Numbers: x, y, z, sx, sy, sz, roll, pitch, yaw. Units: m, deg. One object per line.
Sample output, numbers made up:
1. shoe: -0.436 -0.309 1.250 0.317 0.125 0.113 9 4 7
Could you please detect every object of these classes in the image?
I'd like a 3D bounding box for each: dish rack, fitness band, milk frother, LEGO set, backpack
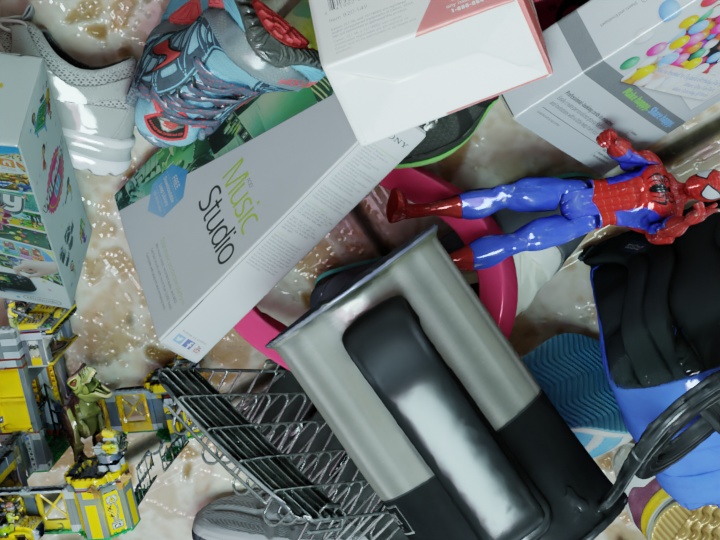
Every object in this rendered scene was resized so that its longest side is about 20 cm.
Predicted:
1. dish rack: -0.043 0.115 1.614 0.153 0.200 0.055 41 105 22
2. fitness band: 0.000 0.000 1.620 0.200 0.037 0.144 28 95 21
3. milk frother: 0.087 0.056 1.461 0.200 0.180 0.188 -36 92 -17
4. LEGO set: -0.181 0.076 1.641 0.153 0.200 0.116 -1 113 27
5. backpack: 0.234 0.054 1.585 0.162 0.200 0.168 -27 109 14

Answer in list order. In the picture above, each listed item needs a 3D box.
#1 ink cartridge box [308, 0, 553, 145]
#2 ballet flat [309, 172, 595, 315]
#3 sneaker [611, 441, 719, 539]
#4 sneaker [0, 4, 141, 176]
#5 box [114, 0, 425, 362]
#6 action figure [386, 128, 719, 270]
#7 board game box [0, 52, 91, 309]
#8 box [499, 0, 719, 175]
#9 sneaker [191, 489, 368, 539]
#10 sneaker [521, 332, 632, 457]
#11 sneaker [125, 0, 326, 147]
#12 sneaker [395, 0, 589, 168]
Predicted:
1. ink cartridge box: 0.029 -0.175 1.521 0.116 0.200 0.068 -20 135 9
2. ballet flat: 0.064 0.008 1.645 0.199 0.073 0.073 -22 110 14
3. sneaker: 0.250 0.148 1.698 0.199 0.090 0.075 17 116 -32
4. sneaker: -0.222 -0.126 1.621 0.199 0.075 0.082 19 99 -11
5. box: -0.058 -0.061 1.587 0.200 0.145 0.036 -44 129 17
6. action figure: 0.124 -0.041 1.540 0.199 0.099 0.065 -9 77 -15
7. board game box: -0.246 -0.058 1.577 0.147 0.064 0.200 8 153 8
8. box: 0.187 -0.136 1.538 0.200 0.156 0.041 -33 69 15
9. sneaker: -0.013 0.208 1.734 0.199 0.078 0.112 7 112 1
10. sneaker: 0.099 0.096 1.637 0.081 0.200 0.077 -46 68 39
11. sneaker: -0.082 -0.105 1.533 0.079 0.200 0.096 37 84 -14
12. sneaker: 0.068 -0.130 1.573 0.200 0.084 0.077 -32 65 8
